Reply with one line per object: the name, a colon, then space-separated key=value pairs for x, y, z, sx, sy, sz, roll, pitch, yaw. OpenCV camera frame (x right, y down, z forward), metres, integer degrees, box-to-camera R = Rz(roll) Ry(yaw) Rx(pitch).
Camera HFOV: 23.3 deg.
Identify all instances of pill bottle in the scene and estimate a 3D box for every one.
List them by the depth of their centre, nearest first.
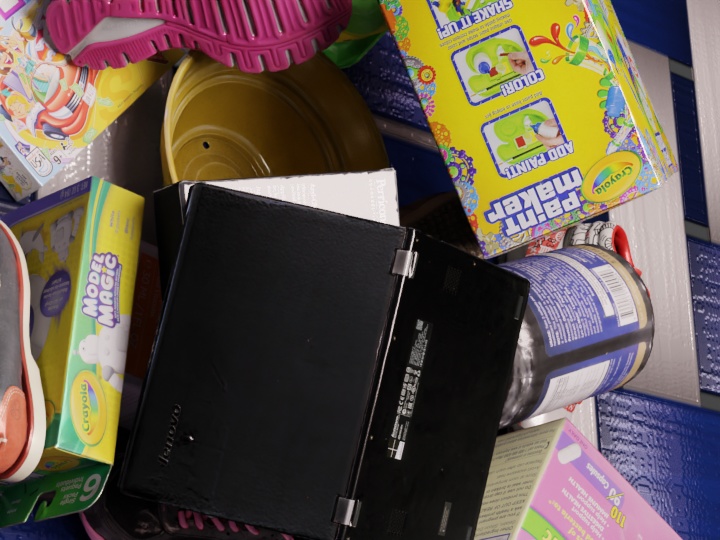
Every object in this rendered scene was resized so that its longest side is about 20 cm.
pill bottle: x=0.108 y=0.049 z=1.228 sx=0.200 sy=0.112 sz=0.112 roll=-13 pitch=83 yaw=-44

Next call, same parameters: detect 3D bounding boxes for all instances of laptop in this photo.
laptop: x=-0.015 y=0.067 z=1.049 sx=0.200 sy=0.116 sz=0.188 roll=21 pitch=80 yaw=-48

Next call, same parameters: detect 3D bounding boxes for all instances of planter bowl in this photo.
planter bowl: x=-0.078 y=-0.065 z=1.234 sx=0.200 sy=0.083 sz=0.201 roll=16 pitch=65 yaw=-38

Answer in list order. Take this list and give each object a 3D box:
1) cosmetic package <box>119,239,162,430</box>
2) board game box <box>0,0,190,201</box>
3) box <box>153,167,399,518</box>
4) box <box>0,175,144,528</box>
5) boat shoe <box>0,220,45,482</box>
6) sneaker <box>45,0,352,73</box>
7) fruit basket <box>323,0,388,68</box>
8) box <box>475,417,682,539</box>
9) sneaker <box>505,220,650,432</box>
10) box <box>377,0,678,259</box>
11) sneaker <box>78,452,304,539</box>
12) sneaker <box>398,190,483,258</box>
cosmetic package: x=-0.100 y=0.067 z=1.173 sx=0.200 sy=0.071 sz=0.102 roll=26 pitch=58 yaw=-34
board game box: x=-0.207 y=-0.158 z=1.185 sx=0.135 sy=0.034 sz=0.200 roll=52 pitch=48 yaw=-15
box: x=-0.046 y=0.042 z=1.082 sx=0.141 sy=0.079 sz=0.201 roll=-4 pitch=90 yaw=-19
box: x=-0.193 y=0.053 z=1.061 sx=0.048 sy=0.117 sz=0.201 roll=22 pitch=60 yaw=-41
boat shoe: x=-0.235 y=0.035 z=1.028 sx=0.062 sy=0.071 sz=0.200 roll=20 pitch=38 yaw=-41
sneaker: x=-0.104 y=-0.189 z=1.158 sx=0.199 sy=0.081 sz=0.088 roll=2 pitch=49 yaw=2
fruit basket: x=-0.038 y=-0.217 z=1.266 sx=0.215 sy=0.155 sz=0.216 roll=30 pitch=37 yaw=-25
box: x=0.143 y=0.247 z=1.309 sx=0.176 sy=0.097 sz=0.200 roll=46 pitch=50 yaw=-20
sneaker: x=0.175 y=0.055 z=1.393 sx=0.067 sy=0.108 sz=0.202 roll=35 pitch=50 yaw=-54
box: x=0.115 y=-0.126 z=1.144 sx=0.193 sy=0.122 sz=0.200 roll=67 pitch=14 yaw=0
sneaker: x=-0.086 y=0.156 z=1.137 sx=0.200 sy=0.095 sz=0.079 roll=16 pitch=66 yaw=-36
sneaker: x=0.000 y=0.000 z=1.184 sx=0.199 sy=0.076 sz=0.071 roll=-17 pitch=93 yaw=-22
